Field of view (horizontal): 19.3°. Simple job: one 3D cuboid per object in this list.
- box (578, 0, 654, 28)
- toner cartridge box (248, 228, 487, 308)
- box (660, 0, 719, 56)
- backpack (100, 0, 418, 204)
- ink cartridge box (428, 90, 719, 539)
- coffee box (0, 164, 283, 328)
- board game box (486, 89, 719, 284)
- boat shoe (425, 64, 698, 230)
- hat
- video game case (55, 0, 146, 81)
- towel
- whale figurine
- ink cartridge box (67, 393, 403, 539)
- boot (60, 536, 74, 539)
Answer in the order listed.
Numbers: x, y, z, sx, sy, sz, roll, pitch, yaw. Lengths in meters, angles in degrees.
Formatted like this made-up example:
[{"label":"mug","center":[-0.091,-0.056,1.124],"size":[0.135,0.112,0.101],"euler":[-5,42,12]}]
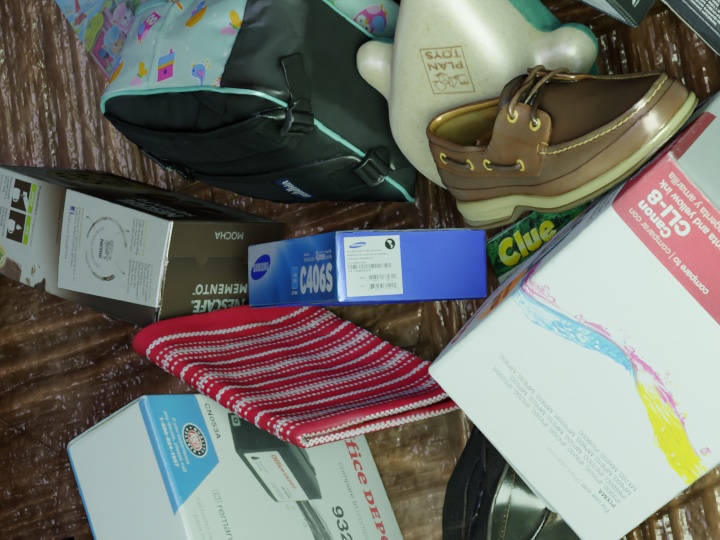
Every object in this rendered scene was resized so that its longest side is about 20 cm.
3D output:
[{"label":"box","center":[0.126,-0.254,1.258],"size":[0.200,0.044,0.161],"euler":[34,92,38]},{"label":"toner cartridge box","center":[0.000,0.000,1.312],"size":[0.200,0.094,0.043],"euler":[174,96,-72]},{"label":"box","center":[0.287,-0.167,1.146],"size":[0.200,0.050,0.199],"euler":[50,120,31]},{"label":"backpack","center":[-0.063,-0.124,1.374],"size":[0.199,0.175,0.154],"euler":[-8,63,46]},{"label":"ink cartridge box","center":[0.166,0.026,1.157],"size":[0.145,0.145,0.200],"euler":[46,122,0]},{"label":"coffee box","center":[-0.166,-0.017,1.505],"size":[0.199,0.113,0.080],"euler":[17,101,41]},{"label":"board game box","center":[0.167,-0.016,1.268],"size":[0.200,0.023,0.105],"euler":[-33,71,36]},{"label":"boat shoe","center":[0.101,-0.075,1.156],"size":[0.068,0.072,0.200],"euler":[50,151,-14]},{"label":"hat","center":[0.101,0.142,1.279],"size":[0.201,0.080,0.202],"euler":[-168,90,-86]},{"label":"video game case","center":[-0.154,-0.245,1.558],"size":[0.200,0.022,0.182],"euler":[-52,58,29]},{"label":"towel","center":[-0.039,0.060,1.351],"size":[0.200,0.144,0.023],"euler":[25,120,50]},{"label":"whale figurine","center":[0.073,-0.139,1.263],"size":[0.158,0.104,0.201],"euler":[-2,128,33]},{"label":"ink cartridge box","center":[-0.073,0.159,1.363],"size":[0.084,0.199,0.146],"euler":[-34,68,34]},{"label":"boot","center":[-0.204,0.277,1.568],"size":[0.198,0.073,0.163],"euler":[-37,63,36]}]
